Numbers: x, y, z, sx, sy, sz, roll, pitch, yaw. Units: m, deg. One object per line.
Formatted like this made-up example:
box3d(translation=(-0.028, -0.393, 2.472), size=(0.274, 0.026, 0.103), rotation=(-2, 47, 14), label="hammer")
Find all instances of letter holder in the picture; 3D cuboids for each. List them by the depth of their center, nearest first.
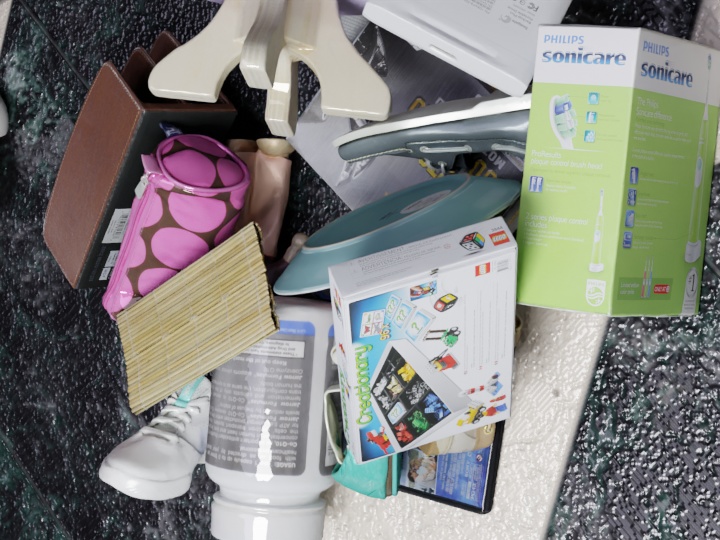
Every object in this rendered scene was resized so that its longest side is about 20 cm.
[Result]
box3d(translation=(-0.217, -0.106, 1.479), size=(0.142, 0.100, 0.200), rotation=(51, 129, 34), label="letter holder")

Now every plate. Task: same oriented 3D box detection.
box3d(translation=(0.023, -0.034, 1.211), size=(0.200, 0.200, 0.026), rotation=(-17, 102, 35), label="plate")

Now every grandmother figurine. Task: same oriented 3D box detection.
box3d(translation=(-0.099, -0.015, 1.448), size=(0.121, 0.061, 0.200), rotation=(1, 88, 48), label="grandmother figurine")

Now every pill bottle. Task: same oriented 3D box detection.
box3d(translation=(-0.071, 0.124, 1.366), size=(0.114, 0.114, 0.200), rotation=(6, 92, 36), label="pill bottle")

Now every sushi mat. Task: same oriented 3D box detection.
box3d(translation=(-0.137, 0.042, 1.347), size=(0.200, 0.012, 0.096), rotation=(-31, 59, 40), label="sushi mat")

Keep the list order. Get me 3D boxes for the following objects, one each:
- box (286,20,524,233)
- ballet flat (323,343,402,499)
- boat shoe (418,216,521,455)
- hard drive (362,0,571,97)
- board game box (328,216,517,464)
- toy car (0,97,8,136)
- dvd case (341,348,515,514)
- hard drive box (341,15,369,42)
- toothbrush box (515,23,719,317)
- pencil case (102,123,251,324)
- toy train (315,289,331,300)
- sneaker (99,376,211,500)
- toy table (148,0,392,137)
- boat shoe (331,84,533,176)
box3d(translation=(0.053, -0.102, 1.332), size=(0.200, 0.048, 0.158), rotation=(48, 115, 20), label="box")
box3d(translation=(0.007, 0.089, 1.303), size=(0.070, 0.067, 0.200), rotation=(8, 109, 3), label="ballet flat")
box3d(translation=(0.090, 0.048, 1.282), size=(0.074, 0.069, 0.200), rotation=(-136, 53, -65), label="boat shoe")
box3d(translation=(0.103, -0.239, 1.221), size=(0.132, 0.027, 0.200), rotation=(28, 67, 1), label="hard drive")
box3d(translation=(0.047, 0.055, 1.165), size=(0.200, 0.126, 0.035), rotation=(86, 164, -50), label="board game box")
box3d(translation=(-0.467, -0.127, 1.658), size=(0.200, 0.150, 0.175), rotation=(32, 108, 32), label="toy car")
box3d(translation=(0.033, 0.112, 1.373), size=(0.200, 0.018, 0.143), rotation=(11, 96, 35), label="dvd case")
box3d(translation=(-0.008, -0.308, 1.362), size=(0.200, 0.077, 0.156), rotation=(-45, 56, 25), label="hard drive box")
box3d(translation=(0.189, -0.070, 1.185), size=(0.086, 0.146, 0.200), rotation=(9, 95, 36), label="toothbrush box")
box3d(translation=(-0.166, -0.026, 1.415), size=(0.091, 0.094, 0.200), rotation=(53, 138, 33), label="pencil case")
box3d(translation=(0.000, 0.000, 1.332), size=(0.046, 0.034, 0.200), rotation=(-61, 16, -13), label="toy train")
box3d(translation=(-0.154, 0.130, 1.393), size=(0.075, 0.200, 0.089), rotation=(20, 108, 17), label="sneaker")
box3d(translation=(-0.060, -0.181, 1.247), size=(0.200, 0.184, 0.117), rotation=(4, 80, 17), label="toy table")
box3d(translation=(0.069, -0.097, 1.252), size=(0.200, 0.073, 0.062), rotation=(-9, 102, 29), label="boat shoe")
